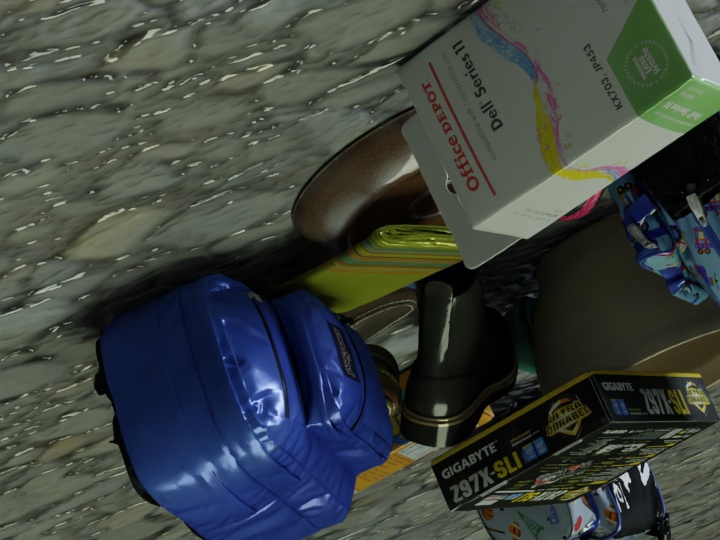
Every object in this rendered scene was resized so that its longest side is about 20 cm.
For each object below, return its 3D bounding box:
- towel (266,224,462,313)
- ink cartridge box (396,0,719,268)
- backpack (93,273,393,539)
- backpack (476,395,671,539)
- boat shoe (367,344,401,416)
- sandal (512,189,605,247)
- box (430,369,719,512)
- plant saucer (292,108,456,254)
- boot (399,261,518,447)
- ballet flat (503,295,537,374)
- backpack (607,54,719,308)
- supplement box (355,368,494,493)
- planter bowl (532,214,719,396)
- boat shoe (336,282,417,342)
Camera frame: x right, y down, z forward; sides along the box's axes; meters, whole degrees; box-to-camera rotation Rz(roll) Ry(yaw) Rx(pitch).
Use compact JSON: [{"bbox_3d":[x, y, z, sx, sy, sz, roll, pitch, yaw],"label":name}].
[{"bbox_3d":[0.000,0.000,1.362,0.086,0.018,0.200,3,165,-30],"label":"towel"},{"bbox_3d":[0.102,-0.098,1.153,0.200,0.117,0.067,-36,158,26],"label":"ink cartridge box"},{"bbox_3d":[-0.083,0.086,1.356,0.168,0.163,0.200,-30,150,12],"label":"backpack"},{"bbox_3d":[0.199,0.218,2.032,0.154,0.200,0.190,-6,161,-33],"label":"backpack"},{"bbox_3d":[-0.060,0.126,1.554,0.200,0.068,0.072,-32,118,17],"label":"boat shoe"},{"bbox_3d":[0.150,-0.065,1.374,0.075,0.045,0.200,-59,179,-23],"label":"sandal"},{"bbox_3d":[0.174,0.135,1.565,0.160,0.049,0.200,-32,160,29],"label":"box"},{"bbox_3d":[0.051,-0.060,1.329,0.200,0.032,0.200,-23,162,-8],"label":"plant saucer"},{"bbox_3d":[0.088,0.037,1.576,0.077,0.139,0.200,8,-155,10],"label":"boot"},{"bbox_3d":[0.154,0.068,1.755,0.070,0.068,0.200,-12,165,23],"label":"ballet flat"},{"bbox_3d":[0.273,-0.031,1.422,0.134,0.200,0.182,-32,161,19],"label":"backpack"},{"bbox_3d":[0.016,0.147,1.781,0.200,0.067,0.069,-30,158,10],"label":"supplement box"},{"bbox_3d":[0.225,0.034,1.633,0.200,0.135,0.200,-20,160,-8],"label":"planter bowl"},{"bbox_3d":[-0.037,0.072,1.500,0.200,0.072,0.072,-29,161,11],"label":"boat shoe"}]
